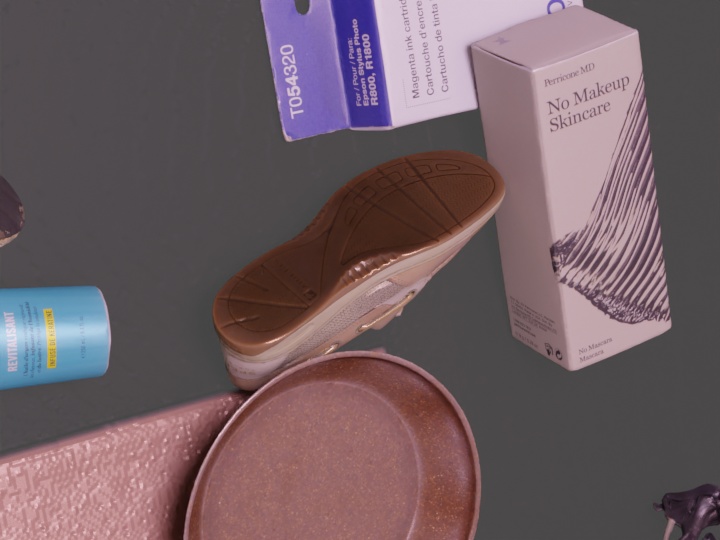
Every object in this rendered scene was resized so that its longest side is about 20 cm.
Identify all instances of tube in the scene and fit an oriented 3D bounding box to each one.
[{"bbox_3d":[-0.237,0.041,1.394,0.199,0.050,0.078,-5,89,-22],"label":"tube"}]

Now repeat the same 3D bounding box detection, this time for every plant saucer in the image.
[{"bbox_3d":[-0.022,0.140,1.503,0.200,0.037,0.201,-8,106,-30],"label":"plant saucer"}]

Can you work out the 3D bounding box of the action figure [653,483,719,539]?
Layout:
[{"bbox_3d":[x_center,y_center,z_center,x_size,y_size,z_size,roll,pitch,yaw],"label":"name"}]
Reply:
[{"bbox_3d":[0.165,0.217,1.584,0.200,0.102,0.119,-35,120,-22],"label":"action figure"}]

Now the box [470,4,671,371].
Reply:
[{"bbox_3d":[0.127,-0.049,1.533,0.082,0.068,0.201,-23,119,-22],"label":"box"}]

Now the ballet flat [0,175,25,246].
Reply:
[{"bbox_3d":[-0.274,-0.043,1.371,0.200,0.057,0.067,9,56,-31],"label":"ballet flat"}]

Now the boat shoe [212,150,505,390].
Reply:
[{"bbox_3d":[0.000,0.000,1.504,0.200,0.072,0.065,-35,149,-21],"label":"boat shoe"}]

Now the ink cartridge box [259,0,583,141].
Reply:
[{"bbox_3d":[0.035,-0.188,1.515,0.200,0.043,0.197,-15,102,-27],"label":"ink cartridge box"}]
